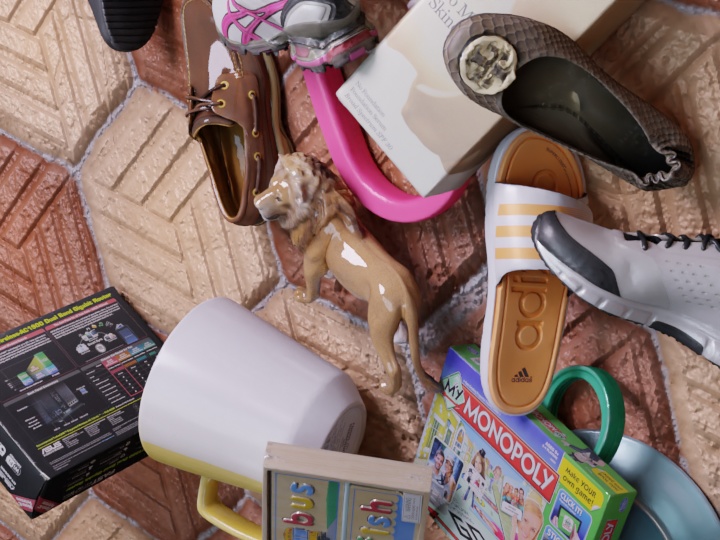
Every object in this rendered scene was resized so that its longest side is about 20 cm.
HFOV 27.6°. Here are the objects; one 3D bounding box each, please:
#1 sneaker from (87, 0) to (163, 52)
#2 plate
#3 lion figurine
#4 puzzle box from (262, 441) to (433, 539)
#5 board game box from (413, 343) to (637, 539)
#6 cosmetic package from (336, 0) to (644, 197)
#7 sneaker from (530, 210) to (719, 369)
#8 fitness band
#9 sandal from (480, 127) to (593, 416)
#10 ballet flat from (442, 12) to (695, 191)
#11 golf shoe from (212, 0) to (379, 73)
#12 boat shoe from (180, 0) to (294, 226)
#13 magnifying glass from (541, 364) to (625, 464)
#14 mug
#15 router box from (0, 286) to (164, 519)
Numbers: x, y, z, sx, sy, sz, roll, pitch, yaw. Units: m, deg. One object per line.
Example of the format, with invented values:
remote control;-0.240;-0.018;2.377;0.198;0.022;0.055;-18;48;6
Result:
sneaker;-0.225;-0.281;1.251;0.088;0.074;0.202;-10;88;40
plate;0.185;0.219;1.105;0.199;0.025;0.202;14;113;35
lion figurine;0.000;0.000;1.136;0.200;0.072;0.123;39;143;22
puzzle box;-0.015;0.214;1.179;0.132;0.026;0.201;8;138;5
board game box;0.113;0.164;1.094;0.200;0.029;0.136;43;126;47
cosmetic package;0.089;-0.155;1.001;0.105;0.071;0.200;48;116;11
sneaker;0.206;0.000;0.959;0.198;0.074;0.080;24;113;-8
fitness band;0.023;-0.136;1.115;0.143;0.037;0.202;-18;91;41
sandal;0.130;0.005;1.025;0.059;0.078;0.209;-155;66;-67
ballet flat;0.139;-0.102;0.945;0.199;0.047;0.067;28;119;-24
golf shoe;-0.057;-0.204;1.064;0.199;0.072;0.093;22;139;57
boat shoe;-0.107;-0.133;1.201;0.072;0.067;0.202;-12;96;41
magnifying glass;0.131;0.139;1.112;0.200;0.022;0.080;-48;45;46
mug;-0.077;0.129;1.234;0.152;0.150;0.187;22;151;23
router box;-0.257;0.113;1.314;0.150;0.199;0.062;46;132;18
